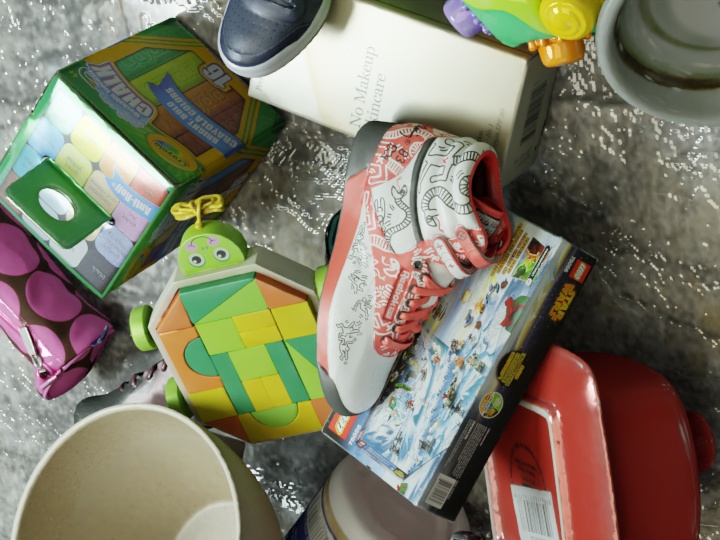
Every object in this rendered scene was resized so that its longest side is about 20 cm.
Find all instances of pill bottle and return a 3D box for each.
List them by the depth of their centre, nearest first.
[{"bbox_3d":[-0.014,0.241,1.645,0.120,0.120,0.200,41,125,8],"label":"pill bottle"}]

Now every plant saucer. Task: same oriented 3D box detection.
[{"bbox_3d":[0.239,-0.171,1.327,0.200,0.199,0.050,-38,46,35],"label":"plant saucer"}]

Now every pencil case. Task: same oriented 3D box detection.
[{"bbox_3d":[-0.286,0.008,1.714,0.200,0.094,0.091,45,125,6],"label":"pencil case"}]

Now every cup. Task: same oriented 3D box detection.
[{"bbox_3d":[-0.133,0.209,1.570,0.199,0.143,0.202,-9,71,29],"label":"cup"}]

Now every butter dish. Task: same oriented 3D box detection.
[{"bbox_3d":[0.176,0.132,1.486,0.200,0.147,0.201,-161,62,-68],"label":"butter dish"}]

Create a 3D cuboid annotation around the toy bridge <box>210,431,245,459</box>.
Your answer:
[{"bbox_3d":[-0.122,0.135,1.639,0.067,0.027,0.201,16,126,4],"label":"toy bridge"}]

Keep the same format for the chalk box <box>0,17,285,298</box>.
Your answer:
[{"bbox_3d":[-0.172,-0.078,1.548,0.124,0.200,0.124,43,124,6],"label":"chalk box"}]

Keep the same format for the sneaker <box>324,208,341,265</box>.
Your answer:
[{"bbox_3d":[0.000,0.000,1.547,0.071,0.080,0.201,50,126,40],"label":"sneaker"}]

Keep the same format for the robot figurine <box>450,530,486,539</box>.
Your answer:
[{"bbox_3d":[0.084,0.280,1.569,0.058,0.146,0.200,9,146,23],"label":"robot figurine"}]

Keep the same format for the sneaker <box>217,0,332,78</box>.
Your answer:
[{"bbox_3d":[-0.043,-0.229,1.411,0.070,0.109,0.201,30,85,20],"label":"sneaker"}]

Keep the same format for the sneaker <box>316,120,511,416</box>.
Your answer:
[{"bbox_3d":[0.037,0.005,1.431,0.107,0.067,0.203,10,93,30],"label":"sneaker"}]

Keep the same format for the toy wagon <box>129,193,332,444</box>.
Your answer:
[{"bbox_3d":[-0.084,0.037,1.515,0.154,0.040,0.201,-12,126,16],"label":"toy wagon"}]

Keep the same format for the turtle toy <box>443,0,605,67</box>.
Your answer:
[{"bbox_3d":[0.094,-0.203,1.390,0.199,0.146,0.101,22,143,11],"label":"turtle toy"}]

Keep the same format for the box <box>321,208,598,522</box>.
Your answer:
[{"bbox_3d":[0.064,0.053,1.460,0.201,0.040,0.137,-61,35,3],"label":"box"}]

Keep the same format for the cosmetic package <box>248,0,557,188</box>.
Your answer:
[{"bbox_3d":[0.030,-0.141,1.487,0.199,0.073,0.104,21,118,19],"label":"cosmetic package"}]

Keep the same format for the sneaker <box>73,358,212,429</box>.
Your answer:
[{"bbox_3d":[-0.141,0.065,1.678,0.199,0.076,0.116,-8,102,21],"label":"sneaker"}]
